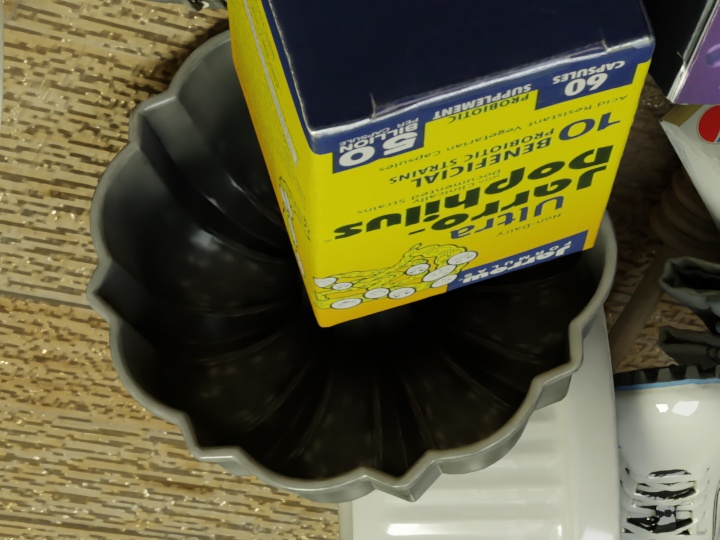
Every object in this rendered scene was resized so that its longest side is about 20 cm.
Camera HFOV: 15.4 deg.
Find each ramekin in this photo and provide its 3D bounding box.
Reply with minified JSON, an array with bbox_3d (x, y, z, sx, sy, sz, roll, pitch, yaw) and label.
[{"bbox_3d":[0.044,0.086,1.113,0.104,0.201,0.201,-2,136,-3],"label":"ramekin"}]

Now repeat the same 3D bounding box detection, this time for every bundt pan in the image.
[{"bbox_3d":[0.000,0.000,1.012,0.201,0.203,0.076,-24,156,-3],"label":"bundt pan"}]

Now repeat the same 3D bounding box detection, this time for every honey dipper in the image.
[{"bbox_3d":[0.124,0.025,1.206,0.038,0.038,0.201,4,130,-30],"label":"honey dipper"}]

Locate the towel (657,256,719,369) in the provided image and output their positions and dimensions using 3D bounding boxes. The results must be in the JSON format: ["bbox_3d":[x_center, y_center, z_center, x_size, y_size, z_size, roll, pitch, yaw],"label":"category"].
[{"bbox_3d":[0.231,0.072,1.115,0.200,0.192,0.035,47,68,-41],"label":"towel"}]

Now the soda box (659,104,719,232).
[{"bbox_3d":[0.197,-0.016,1.132,0.068,0.064,0.200,-40,142,-2],"label":"soda box"}]

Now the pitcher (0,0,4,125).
[{"bbox_3d":[-0.227,-0.056,0.902,0.199,0.122,0.172,2,154,-14],"label":"pitcher"}]

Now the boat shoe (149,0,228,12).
[{"bbox_3d":[-0.050,-0.121,0.947,0.199,0.066,0.070,-2,134,-25],"label":"boat shoe"}]

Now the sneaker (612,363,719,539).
[{"bbox_3d":[0.129,0.091,1.131,0.071,0.073,0.200,-2,157,-1],"label":"sneaker"}]

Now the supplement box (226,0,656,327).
[{"bbox_3d":[0.020,-0.071,0.875,0.108,0.110,0.200,-16,164,-5],"label":"supplement box"}]

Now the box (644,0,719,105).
[{"bbox_3d":[0.204,-0.150,1.018,0.199,0.105,0.149,-2,133,-25],"label":"box"}]

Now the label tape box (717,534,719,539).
[{"bbox_3d":[0.097,0.164,1.255,0.199,0.145,0.063,-28,139,1],"label":"label tape box"}]
